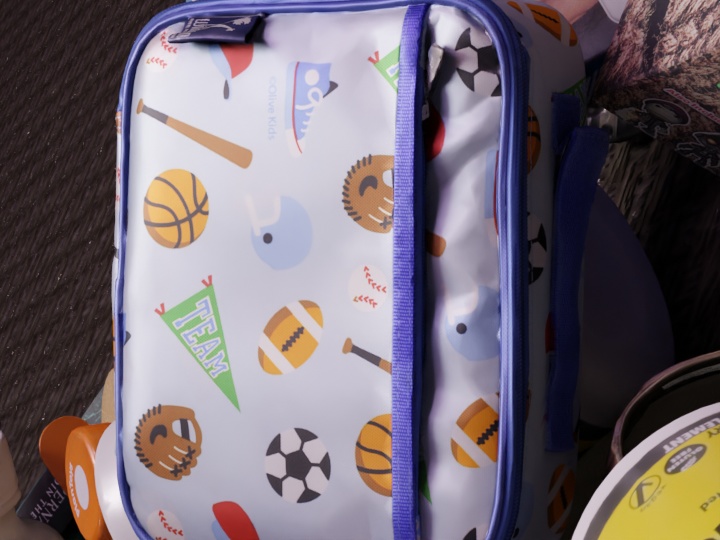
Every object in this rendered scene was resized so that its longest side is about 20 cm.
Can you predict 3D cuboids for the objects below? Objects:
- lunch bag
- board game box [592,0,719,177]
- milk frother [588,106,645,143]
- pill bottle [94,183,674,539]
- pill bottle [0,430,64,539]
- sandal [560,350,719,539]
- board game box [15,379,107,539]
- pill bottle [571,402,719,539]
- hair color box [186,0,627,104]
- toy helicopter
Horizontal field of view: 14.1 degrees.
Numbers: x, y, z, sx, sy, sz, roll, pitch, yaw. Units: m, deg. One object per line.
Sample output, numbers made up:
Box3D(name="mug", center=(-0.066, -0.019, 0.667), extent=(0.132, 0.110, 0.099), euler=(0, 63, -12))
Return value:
Box3D(name="lunch bag", center=(0.000, 0.000, 0.933), extent=(0.160, 0.075, 0.201), euler=(2, 92, 30))
Box3D(name="board game box", center=(0.179, -0.115, 0.877), extent=(0.200, 0.097, 0.160), euler=(-21, 44, 65))
Box3D(name="milk frother", center=(0.061, -0.130, 1.215), extent=(0.181, 0.199, 0.188), euler=(99, -162, -48))
Box3D(name="pill bottle", center=(0.003, 0.044, 1.039), extent=(0.200, 0.112, 0.113), euler=(-33, 29, 28))
Box3D(name="pill bottle", center=(-0.167, 0.173, 1.247), extent=(0.111, 0.110, 0.201), euler=(-149, 44, -73))
Box3D(name="sandal", center=(0.112, 0.051, 0.884), extent=(0.201, 0.057, 0.080), euler=(-28, 37, 61))
Box3D(name="board game box", center=(-0.072, 0.060, 1.316), extent=(0.135, 0.028, 0.200), euler=(-7, -42, -56))
Box3D(name="pill bottle", center=(0.124, 0.106, 0.679), extent=(0.112, 0.111, 0.200), euler=(-61, 18, 5))
Box3D(name="hair color box", center=(0.046, -0.101, 1.062), extent=(0.200, 0.100, 0.061), euler=(-30, -11, -8))
Box3D(name="toy helicopter", center=(-0.086, 0.136, 1.203), extent=(0.132, 0.079, 0.201), euler=(-154, 58, -64))
